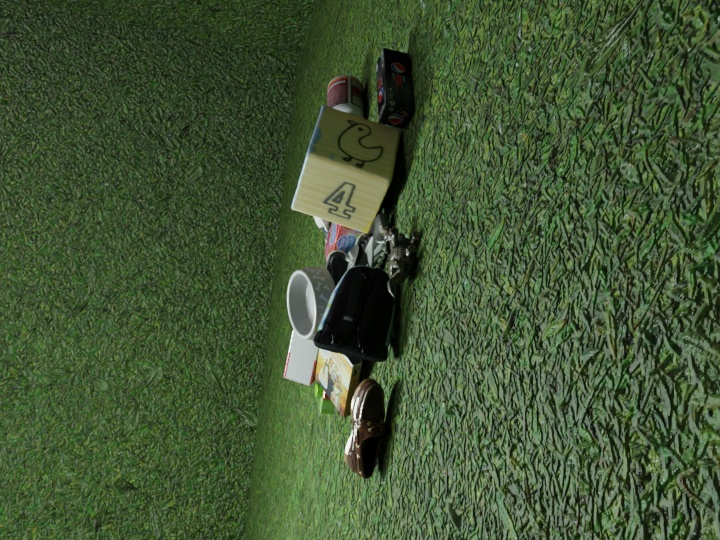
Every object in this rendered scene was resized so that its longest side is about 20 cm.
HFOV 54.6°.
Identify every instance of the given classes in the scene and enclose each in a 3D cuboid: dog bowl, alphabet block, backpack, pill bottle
[{"bbox_3d":[-0.126,0.084,1.768,0.200,0.059,0.200,13,105,60],"label":"dog bowl"},{"bbox_3d":[-0.034,-0.239,1.664,0.196,0.200,0.196,114,170,-50],"label":"alphabet block"},{"bbox_3d":[0.000,0.087,1.497,0.154,0.163,0.200,93,-170,-78],"label":"backpack"},{"bbox_3d":[-0.045,-0.488,2.113,0.113,0.113,0.200,116,159,-51],"label":"pill bottle"}]

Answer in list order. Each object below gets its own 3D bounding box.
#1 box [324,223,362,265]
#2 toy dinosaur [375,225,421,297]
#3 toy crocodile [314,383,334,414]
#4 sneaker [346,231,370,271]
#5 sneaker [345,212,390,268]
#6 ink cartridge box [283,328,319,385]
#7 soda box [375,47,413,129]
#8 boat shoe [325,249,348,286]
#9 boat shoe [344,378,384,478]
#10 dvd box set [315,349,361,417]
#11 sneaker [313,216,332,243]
[{"bbox_3d":[-0.025,-0.097,1.822,0.100,0.095,0.200,-99,22,-49],"label":"box"},{"bbox_3d":[0.083,-0.022,1.426,0.102,0.077,0.200,98,168,-56],"label":"toy dinosaur"},{"bbox_3d":[-0.079,0.288,1.861,0.062,0.067,0.200,-150,70,-76],"label":"toy crocodile"},{"bbox_3d":[0.000,0.000,1.740,0.080,0.070,0.201,-142,69,-81],"label":"sneaker"},{"bbox_3d":[0.013,-0.042,1.642,0.066,0.090,0.200,-114,35,-64],"label":"sneaker"},{"bbox_3d":[-0.132,0.210,1.944,0.200,0.084,0.145,-43,-33,-71],"label":"ink cartridge box"},{"bbox_3d":[0.079,-0.432,1.652,0.063,0.071,0.200,119,155,-53],"label":"soda box"},{"bbox_3d":[-0.040,0.045,1.783,0.062,0.075,0.200,-175,74,-72],"label":"boat shoe"},{"bbox_3d":[0.019,0.325,1.428,0.070,0.070,0.200,28,114,57],"label":"boat shoe"},{"bbox_3d":[-0.056,0.242,1.698,0.146,0.029,0.200,50,145,36],"label":"dvd box set"},{"bbox_3d":[-0.039,-0.113,1.956,0.079,0.130,0.199,33,153,56],"label":"sneaker"}]
